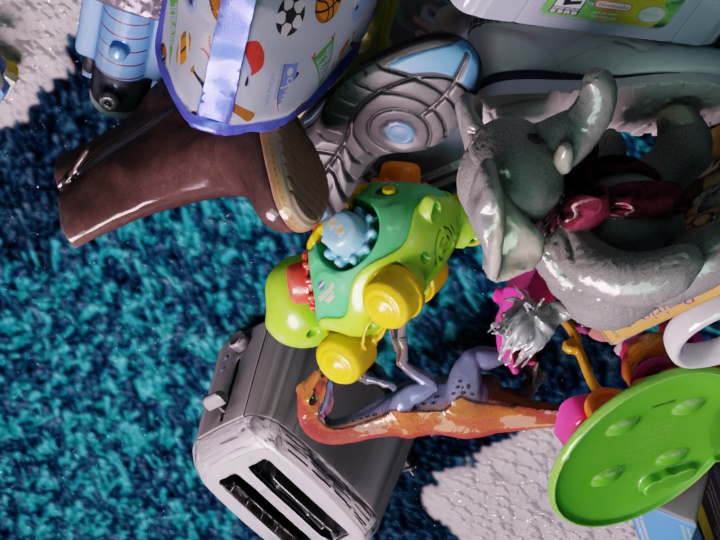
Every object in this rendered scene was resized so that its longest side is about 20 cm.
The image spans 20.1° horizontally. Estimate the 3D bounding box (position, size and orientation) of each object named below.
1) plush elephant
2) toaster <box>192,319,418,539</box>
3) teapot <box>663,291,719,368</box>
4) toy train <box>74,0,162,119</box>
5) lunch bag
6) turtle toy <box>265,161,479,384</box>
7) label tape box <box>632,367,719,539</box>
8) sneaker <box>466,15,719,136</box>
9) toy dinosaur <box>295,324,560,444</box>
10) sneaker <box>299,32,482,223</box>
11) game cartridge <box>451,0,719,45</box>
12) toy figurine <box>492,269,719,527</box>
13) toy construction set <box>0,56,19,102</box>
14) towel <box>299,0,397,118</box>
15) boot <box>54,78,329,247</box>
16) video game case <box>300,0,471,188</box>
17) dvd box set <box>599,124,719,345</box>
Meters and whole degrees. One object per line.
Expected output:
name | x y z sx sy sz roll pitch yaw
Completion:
plush elephant | 0.126 -0.049 1.207 0.199 0.165 0.155 -35 123 12
toaster | -0.043 0.141 1.610 0.113 0.130 0.200 -26 119 38
teapot | 0.317 0.028 1.321 0.200 0.198 0.146 38 135 -4
toy train | -0.142 -0.188 1.344 0.086 0.115 0.201 21 136 1
lunch bag | -0.051 -0.191 1.217 0.123 0.200 0.171 19 120 5
turtle toy | 0.000 0.000 1.435 0.101 0.146 0.200 43 136 2
label tape box | 0.243 0.188 1.493 0.066 0.201 0.144 -1 132 26
sneaker | 0.166 -0.135 1.303 0.198 0.081 0.077 2 154 -13
toy dinosaur | 0.051 0.093 1.506 0.200 0.181 0.105 48 161 35
sneaker | 0.007 -0.110 1.322 0.073 0.082 0.199 37 138 -20
game cartridge | 0.164 -0.196 1.208 0.198 0.041 0.134 3 140 -28
toy figurine | 0.178 0.054 1.425 0.198 0.185 0.151 -14 139 -21
toy construction set | -0.343 -0.187 1.448 0.198 0.093 0.132 6 135 0
towel | -0.032 -0.133 1.392 0.085 0.018 0.201 18 135 2
boot | -0.111 -0.053 1.284 0.166 0.201 0.073 -31 127 9
video game case | 0.039 -0.138 1.388 0.199 0.023 0.182 -20 122 34
dvd box set | 0.237 -0.045 1.274 0.199 0.147 0.029 -27 119 29
